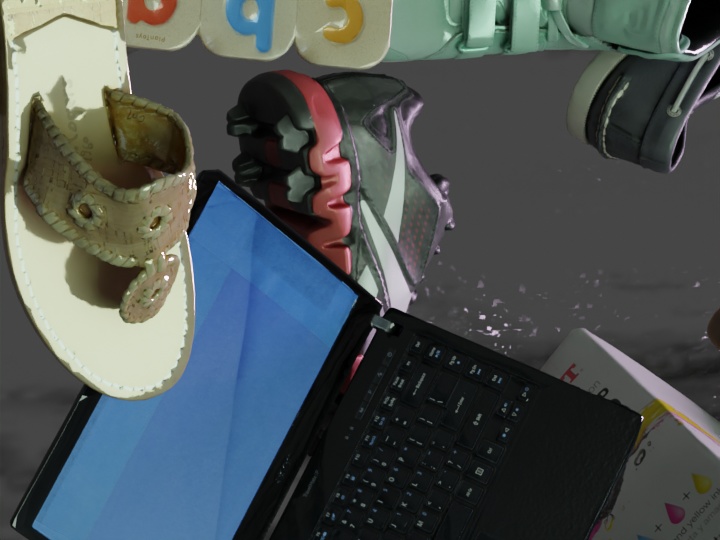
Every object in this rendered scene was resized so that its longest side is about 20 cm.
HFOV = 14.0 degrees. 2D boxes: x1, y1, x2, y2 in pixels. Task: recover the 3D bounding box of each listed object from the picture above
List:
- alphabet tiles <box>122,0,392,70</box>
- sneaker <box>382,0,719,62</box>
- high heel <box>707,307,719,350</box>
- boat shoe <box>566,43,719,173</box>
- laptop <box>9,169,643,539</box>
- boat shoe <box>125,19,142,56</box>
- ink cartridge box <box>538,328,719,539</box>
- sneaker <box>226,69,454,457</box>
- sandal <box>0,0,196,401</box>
[{"bbox_3d":[-0.039,-0.184,1.205,0.199,0.015,0.197,5,86,-10],"label":"alphabet tiles"},{"bbox_3d":[0.085,-0.128,1.328,0.200,0.118,0.074,-13,113,-33],"label":"sneaker"},{"bbox_3d":[0.244,0.090,1.474,0.067,0.200,0.096,-47,122,2],"label":"high heel"},{"bbox_3d":[0.187,-0.110,1.434,0.200,0.063,0.073,-37,145,-29],"label":"boat shoe"},{"bbox_3d":[-0.009,0.084,1.223,0.178,0.199,0.103,-62,162,-15],"label":"laptop"},{"bbox_3d":[-0.144,-0.105,1.207,0.199,0.057,0.067,-20,80,-36],"label":"boat shoe"},{"bbox_3d":[0.147,0.155,1.395,0.144,0.200,0.147,35,97,-37],"label":"ink cartridge box"},{"bbox_3d":[0.000,0.000,1.332,0.097,0.071,0.202,-17,113,-31],"label":"sneaker"},{"bbox_3d":[-0.100,-0.045,1.148,0.077,0.070,0.213,-16,103,-25],"label":"sandal"}]
